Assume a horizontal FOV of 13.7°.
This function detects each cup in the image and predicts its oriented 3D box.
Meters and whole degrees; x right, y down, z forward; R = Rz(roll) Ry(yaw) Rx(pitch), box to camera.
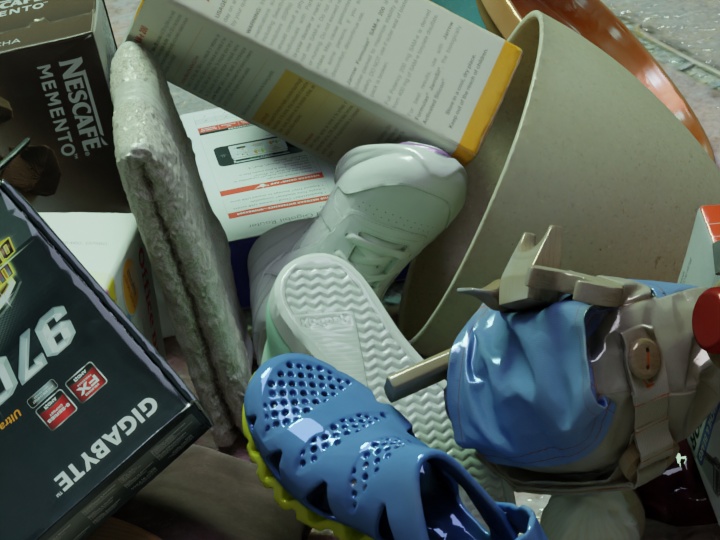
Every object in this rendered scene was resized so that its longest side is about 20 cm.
[{"bbox_3d":[0.124,-0.025,1.666,0.143,0.201,0.200,21,29,-7],"label":"cup"}]

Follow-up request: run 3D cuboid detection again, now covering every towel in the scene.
[{"bbox_3d":[-0.094,-0.013,1.648,0.034,0.200,0.133,-17,29,2],"label":"towel"}]

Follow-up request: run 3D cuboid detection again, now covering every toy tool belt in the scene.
[{"bbox_3d":[0.105,0.042,1.431,0.123,0.125,0.200,4,-15,-30],"label":"toy tool belt"}]

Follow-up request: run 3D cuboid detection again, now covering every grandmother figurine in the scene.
[{"bbox_3d":[0.172,0.099,1.547,0.200,0.061,0.121,-29,28,-30],"label":"grandmother figurine"}]

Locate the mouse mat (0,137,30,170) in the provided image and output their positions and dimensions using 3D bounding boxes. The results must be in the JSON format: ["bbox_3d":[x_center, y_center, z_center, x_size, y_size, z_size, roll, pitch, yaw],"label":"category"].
[{"bbox_3d":[-0.256,0.011,1.521,0.200,0.008,0.161,-33,11,49],"label":"mouse mat"}]

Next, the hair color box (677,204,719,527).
[{"bbox_3d":[0.207,0.075,1.458,0.064,0.111,0.200,-4,47,-15],"label":"hair color box"}]

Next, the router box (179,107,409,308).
[{"bbox_3d":[-0.001,-0.055,1.854,0.199,0.049,0.180,-10,30,-7],"label":"router box"}]

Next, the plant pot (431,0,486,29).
[{"bbox_3d":[-0.011,-0.158,1.830,0.135,0.200,0.200,-36,24,17],"label":"plant pot"}]

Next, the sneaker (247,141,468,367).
[{"bbox_3d":[0.000,0.000,1.647,0.075,0.200,0.100,17,57,-21],"label":"sneaker"}]

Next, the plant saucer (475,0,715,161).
[{"bbox_3d":[0.139,-0.122,1.843,0.032,0.200,0.200,-44,22,20],"label":"plant saucer"}]

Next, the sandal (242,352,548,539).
[{"bbox_3d":[0.025,0.107,1.443,0.200,0.087,0.079,41,58,15],"label":"sandal"}]

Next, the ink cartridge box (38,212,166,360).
[{"bbox_3d":[-0.183,0.057,1.608,0.125,0.129,0.200,1,31,12],"label":"ink cartridge box"}]

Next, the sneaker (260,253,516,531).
[{"bbox_3d":[0.014,0.097,1.564,0.074,0.118,0.201,-24,69,-19],"label":"sneaker"}]

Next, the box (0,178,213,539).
[{"bbox_3d":[-0.196,0.079,1.458,0.200,0.046,0.159,-41,69,-4],"label":"box"}]

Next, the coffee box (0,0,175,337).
[{"bbox_3d":[-0.179,-0.054,1.721,0.113,0.200,0.080,-11,29,4],"label":"coffee box"}]

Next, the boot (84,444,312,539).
[{"bbox_3d":[-0.047,0.145,1.489,0.199,0.073,0.166,14,28,18],"label":"boot"}]

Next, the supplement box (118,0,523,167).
[{"bbox_3d":[-0.025,-0.121,1.662,0.200,0.126,0.074,27,73,-6],"label":"supplement box"}]
